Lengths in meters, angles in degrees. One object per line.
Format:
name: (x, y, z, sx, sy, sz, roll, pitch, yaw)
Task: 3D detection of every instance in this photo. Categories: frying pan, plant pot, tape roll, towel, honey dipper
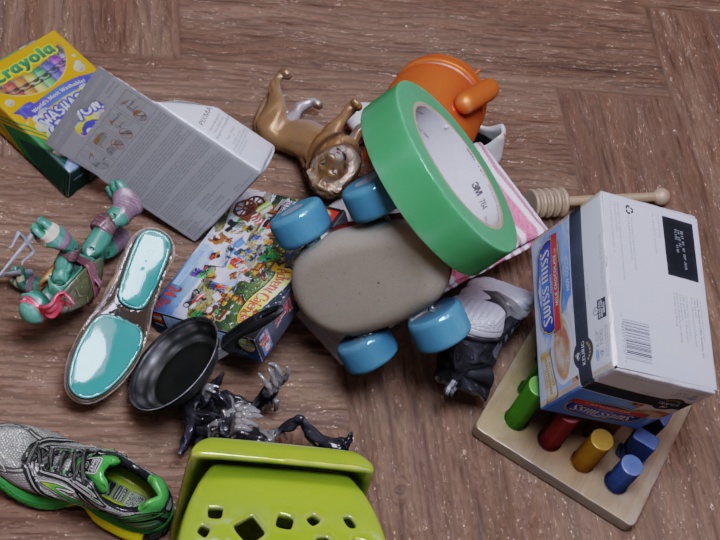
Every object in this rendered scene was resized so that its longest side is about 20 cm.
frying pan: (-0.155, 0.073, 1.330, 0.190, 0.031, 0.115, -37, 34, 6)
plant pot: (-0.083, 0.269, 1.209, 0.198, 0.200, 0.182, 6, 48, -11)
tape roll: (0.079, -0.092, 1.310, 0.200, 0.048, 0.201, 46, 23, -25)
towel: (0.103, -0.060, 1.506, 0.200, 0.030, 0.147, -26, 69, -25)
honey dipper: (0.297, -0.089, 1.646, 0.199, 0.038, 0.038, -5, 59, -23)

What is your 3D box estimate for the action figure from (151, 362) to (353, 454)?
action figure: (-0.105, 0.149, 1.334, 0.199, 0.102, 0.119, 24, 40, 0)

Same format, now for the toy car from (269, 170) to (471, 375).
toy car: (0.036, -0.026, 1.393, 0.185, 0.176, 0.200, 62, 32, -14)

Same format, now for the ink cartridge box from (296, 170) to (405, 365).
ink cartridge box: (0.000, 0.000, 1.504, 0.200, 0.050, 0.161, -39, 74, -20)

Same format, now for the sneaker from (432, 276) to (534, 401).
sneaker: (0.132, 0.077, 1.467, 0.075, 0.114, 0.200, 21, 17, 18)

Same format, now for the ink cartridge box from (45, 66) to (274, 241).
ink cartridge box: (-0.215, -0.133, 1.419, 0.200, 0.162, 0.057, 37, 49, -13)

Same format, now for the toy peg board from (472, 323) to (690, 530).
toy peg board: (0.260, 0.138, 1.446, 0.199, 0.098, 0.200, 32, 55, 7)

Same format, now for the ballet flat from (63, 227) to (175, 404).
ballet flat: (-0.247, 0.051, 1.373, 0.068, 0.067, 0.200, 30, 72, -10)

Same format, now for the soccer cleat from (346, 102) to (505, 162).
soccer cleat: (0.081, -0.174, 1.608, 0.199, 0.085, 0.069, 18, 55, -4)

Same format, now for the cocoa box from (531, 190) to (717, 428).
cocoa box: (0.268, 0.044, 1.371, 0.133, 0.131, 0.201, 14, 61, -25)

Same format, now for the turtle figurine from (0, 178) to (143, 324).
turtle figurine: (-0.308, -0.005, 1.364, 0.101, 0.150, 0.200, 49, 47, -6)

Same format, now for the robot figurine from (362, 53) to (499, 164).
robot figurine: (0.077, -0.168, 1.490, 0.116, 0.144, 0.200, 25, 43, 3)

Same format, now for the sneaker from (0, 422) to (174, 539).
sneaker: (-0.269, 0.189, 1.271, 0.199, 0.085, 0.078, 19, 54, -2)

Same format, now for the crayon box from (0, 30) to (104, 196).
crayon box: (-0.355, -0.192, 1.520, 0.200, 0.052, 0.126, 41, 56, 13)

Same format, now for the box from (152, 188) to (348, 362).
box: (-0.116, 0.000, 1.432, 0.136, 0.038, 0.200, 13, 51, 27)

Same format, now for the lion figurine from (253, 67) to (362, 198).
lion figurine: (-0.066, -0.158, 1.564, 0.200, 0.073, 0.123, 25, 68, 37)
